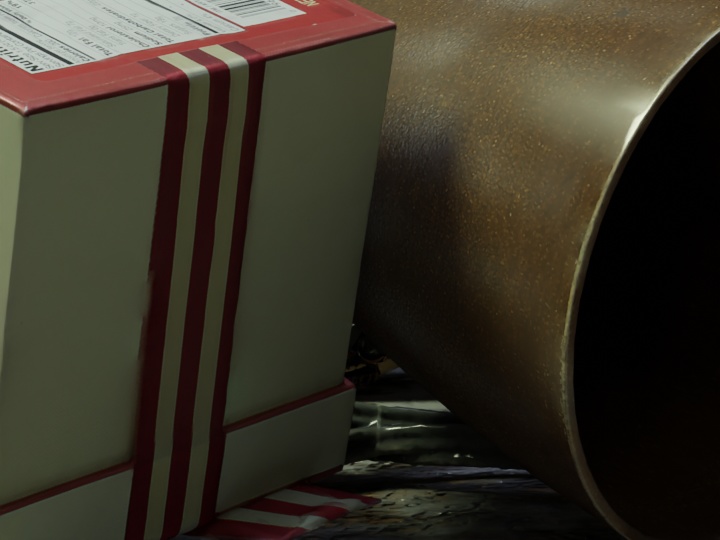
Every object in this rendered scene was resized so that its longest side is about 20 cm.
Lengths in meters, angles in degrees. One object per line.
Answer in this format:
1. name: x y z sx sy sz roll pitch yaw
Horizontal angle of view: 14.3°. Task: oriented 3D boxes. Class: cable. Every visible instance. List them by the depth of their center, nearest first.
1. cable: -0.012 0.071 1.067 0.199 0.050 0.097 9 -11 -6

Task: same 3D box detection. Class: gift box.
1. gift box: -0.092 -0.006 0.923 0.200 0.187 0.184 -13 32 -41

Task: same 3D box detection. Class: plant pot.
1. plant pot: 0.059 -0.025 0.976 0.187 0.187 0.200 -10 23 -44

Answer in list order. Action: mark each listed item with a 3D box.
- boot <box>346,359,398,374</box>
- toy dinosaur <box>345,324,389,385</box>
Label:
1. boot: 0.077 -0.030 1.281 0.200 0.066 0.175 -21 16 21
2. toy dinosaur: 0.000 0.000 1.144 0.102 0.200 0.136 48 3 25
